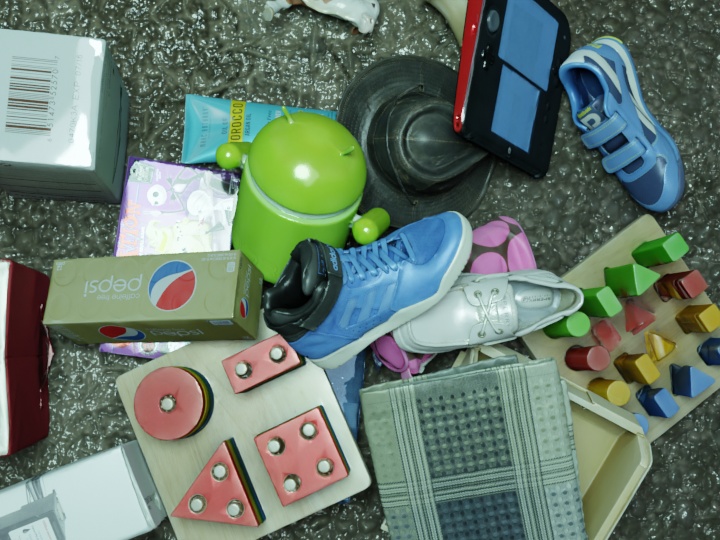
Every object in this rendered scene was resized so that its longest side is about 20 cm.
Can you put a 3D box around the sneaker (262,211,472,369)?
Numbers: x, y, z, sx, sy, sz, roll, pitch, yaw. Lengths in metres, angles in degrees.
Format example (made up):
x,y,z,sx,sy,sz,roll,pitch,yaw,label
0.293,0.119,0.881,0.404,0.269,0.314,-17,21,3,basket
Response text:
x,y,z,sx,sy,sz,roll,pitch,yaw,label
0.000,0.001,0.904,0.199,0.077,0.111,-37,134,17,sneaker

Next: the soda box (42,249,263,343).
x,y,z,sx,sy,sz,roll,pitch,yaw,label
-0.196,0.027,0.961,0.197,0.064,0.069,-2,68,16,soda box

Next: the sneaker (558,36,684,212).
x,y,z,sx,sy,sz,roll,pitch,yaw,label
0.272,-0.149,1.077,0.082,0.074,0.202,-20,80,-39,sneaker

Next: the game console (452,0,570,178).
x,y,z,sx,sy,sz,roll,pitch,yaw,label
0.159,-0.201,1.027,0.031,0.199,0.179,3,83,35,game console

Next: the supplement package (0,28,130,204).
x,y,z,sx,sy,sz,roll,pitch,yaw,label
-0.287,-0.137,0.949,0.116,0.200,0.119,4,85,-7,supplement package

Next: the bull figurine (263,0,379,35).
x,y,z,sx,sy,sz,roll,pitch,yaw,label
-0.060,-0.323,1.054,0.121,0.065,0.202,-21,80,-41,bull figurine

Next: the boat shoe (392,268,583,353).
x,y,z,sx,sy,sz,roll,pitch,yaw,label
0.125,0.034,0.961,0.198,0.069,0.072,-13,98,-26,boat shoe

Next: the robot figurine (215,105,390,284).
x,y,z,sx,sy,sz,roll,pitch,yaw,label
-0.060,-0.066,0.972,0.174,0.201,0.116,29,49,7,robot figurine

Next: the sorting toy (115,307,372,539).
x,y,z,sx,sy,sz,roll,pitch,yaw,label
-0.118,0.156,0.973,0.197,0.070,0.202,-24,84,1,sorting toy

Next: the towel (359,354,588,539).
x,y,z,sx,sy,sz,roll,pitch,yaw,label
0.108,0.182,0.946,0.190,0.035,0.203,-10,103,8,towel

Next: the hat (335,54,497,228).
x,y,z,sx,sy,sz,roll,pitch,yaw,label
0.076,-0.131,1.027,0.198,0.081,0.204,0,90,-30,hat

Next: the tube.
x,y,z,sx,sy,sz,roll,pitch,yaw,label
-0.086,-0.143,1.057,0.197,0.051,0.078,2,66,-4,tube

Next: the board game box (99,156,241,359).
x,y,z,sx,sy,sz,roll,pitch,yaw,label
-0.194,-0.009,1.041,0.118,0.032,0.203,7,85,-3,board game box

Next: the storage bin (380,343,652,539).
x,y,z,sx,sy,sz,roll,pitch,yaw,label
0.154,0.199,1.006,0.198,0.094,0.200,27,102,-3,storage bin

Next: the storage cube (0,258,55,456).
x,y,z,sx,sy,sz,roll,pitch,yaw,label
-0.391,0.082,0.931,0.197,0.180,0.173,0,86,-8,storage cube

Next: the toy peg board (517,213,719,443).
x,y,z,sx,sy,sz,roll,pitch,yaw,label
0.297,0.073,1.062,0.199,0.098,0.200,-35,90,-8,toy peg board

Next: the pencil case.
x,y,z,sx,sy,sz,roll,pitch,yaw,label
0.094,0.027,1.028,0.199,0.091,0.094,-32,77,-21,pencil case

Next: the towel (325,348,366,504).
x,y,z,sx,sy,sz,roll,pitch,yaw,label
-0.053,0.134,1.036,0.110,0.049,0.203,7,86,-6,towel

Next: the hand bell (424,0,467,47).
x,y,z,sx,sy,sz,roll,pitch,yaw,label
0.141,-0.215,1.081,0.103,0.104,0.202,-20,100,-8,hand bell

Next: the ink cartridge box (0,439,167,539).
x,y,z,sx,sy,sz,roll,pitch,yaw,label
-0.292,0.233,0.948,0.198,0.145,0.084,-21,86,-8,ink cartridge box
